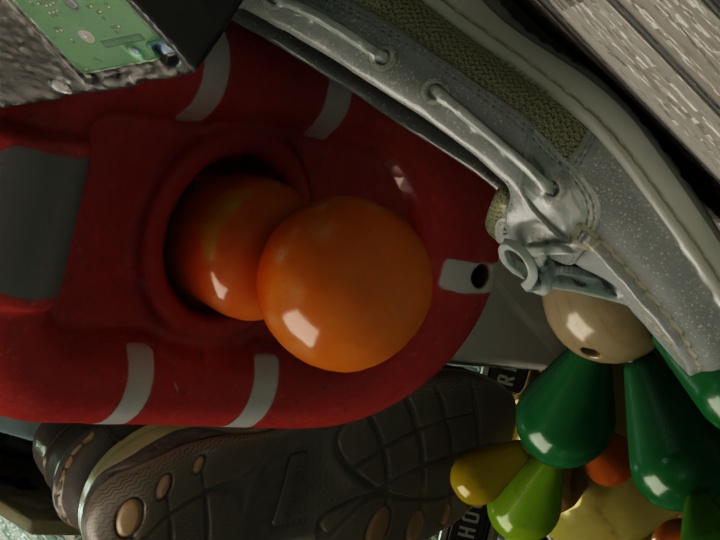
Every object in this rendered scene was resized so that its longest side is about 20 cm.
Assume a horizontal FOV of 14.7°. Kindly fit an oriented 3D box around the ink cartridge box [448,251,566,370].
[{"bbox_3d":[0.000,0.000,1.072,0.117,0.068,0.200,6,178,-13],"label":"ink cartridge box"}]

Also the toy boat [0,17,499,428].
[{"bbox_3d":[-0.029,-0.006,0.841,0.200,0.131,0.131,4,-167,-45],"label":"toy boat"}]

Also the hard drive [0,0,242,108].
[{"bbox_3d":[-0.137,-0.100,0.736,0.200,0.038,0.140,-5,136,50],"label":"hard drive"}]

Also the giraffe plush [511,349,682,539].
[{"bbox_3d":[0.115,0.092,1.082,0.173,0.200,0.163,-132,26,-61],"label":"giraffe plush"}]

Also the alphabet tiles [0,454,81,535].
[{"bbox_3d":[-0.124,0.069,1.040,0.166,0.006,0.200,6,-171,-35],"label":"alphabet tiles"}]

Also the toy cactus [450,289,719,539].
[{"bbox_3d":[0.087,0.045,0.912,0.200,0.102,0.165,-18,94,66],"label":"toy cactus"}]

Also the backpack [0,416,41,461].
[{"bbox_3d":[-0.135,0.002,1.033,0.163,0.154,0.200,27,-161,-6],"label":"backpack"}]

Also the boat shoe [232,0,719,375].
[{"bbox_3d":[0.035,-0.040,0.809,0.202,0.065,0.074,46,180,7],"label":"boat shoe"}]

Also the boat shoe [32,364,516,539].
[{"bbox_3d":[-0.027,0.055,0.973,0.200,0.075,0.073,-2,-149,-45],"label":"boat shoe"}]

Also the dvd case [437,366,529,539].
[{"bbox_3d":[0.058,0.069,1.191,0.025,0.201,0.150,15,176,4],"label":"dvd case"}]
